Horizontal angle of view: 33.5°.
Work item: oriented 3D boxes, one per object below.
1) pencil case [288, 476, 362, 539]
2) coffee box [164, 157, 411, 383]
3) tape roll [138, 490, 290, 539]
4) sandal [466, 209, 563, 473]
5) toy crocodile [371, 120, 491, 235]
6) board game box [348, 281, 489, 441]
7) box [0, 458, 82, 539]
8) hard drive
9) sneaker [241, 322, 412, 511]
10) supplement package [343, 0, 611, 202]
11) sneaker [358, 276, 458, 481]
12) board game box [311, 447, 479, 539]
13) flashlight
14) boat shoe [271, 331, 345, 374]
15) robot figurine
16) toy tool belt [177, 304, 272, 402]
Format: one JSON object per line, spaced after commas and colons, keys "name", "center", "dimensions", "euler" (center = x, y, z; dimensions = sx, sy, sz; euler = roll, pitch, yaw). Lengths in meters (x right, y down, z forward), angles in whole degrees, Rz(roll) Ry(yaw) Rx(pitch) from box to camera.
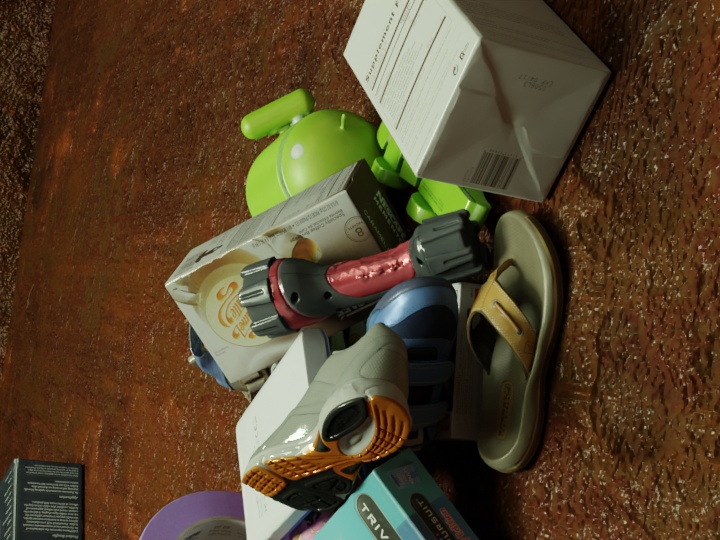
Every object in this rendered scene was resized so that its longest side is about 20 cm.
{"name": "pencil case", "center": [-0.040, 0.207, 1.129], "dimensions": [0.200, 0.082, 0.087], "euler": [-115, 29, -48]}
{"name": "coffee box", "center": [-0.057, 0.002, 1.071], "dimensions": [0.199, 0.115, 0.080], "euler": [-25, 17, 23]}
{"name": "tape roll", "center": [-0.127, 0.310, 1.135], "dimensions": [0.066, 0.199, 0.201], "euler": [-58, 34, 36]}
{"name": "sandal", "center": [0.108, 0.051, 0.909], "dimensions": [0.080, 0.054, 0.202], "euler": [-2, 80, 63]}
{"name": "toy crocodile", "center": [0.063, -0.090, 1.050], "dimensions": [0.200, 0.061, 0.068], "euler": [52, 129, 51]}
{"name": "board game box", "center": [0.045, 0.084, 1.047], "dimensions": [0.200, 0.034, 0.127], "euler": [-14, 69, 62]}
{"name": "box", "center": [-0.558, 0.453, 2.045], "dimensions": [0.200, 0.123, 0.198], "euler": [-47, 40, 48]}
{"name": "hard drive", "center": [-0.066, 0.156, 1.059], "dimensions": [0.200, 0.025, 0.133], "euler": [126, 141, -52]}
{"name": "sneaker", "center": [-0.020, 0.113, 0.909], "dimensions": [0.200, 0.075, 0.092], "euler": [-41, 27, 43]}
{"name": "supplement package", "center": [0.084, -0.164, 0.950], "dimensions": [0.120, 0.120, 0.200], "euler": [-66, 30, 29]}
{"name": "sneaker", "center": [0.037, 0.093, 0.946], "dimensions": [0.082, 0.073, 0.201], "euler": [-113, 32, -47]}
{"name": "board game box", "center": [0.024, 0.257, 0.942], "dimensions": [0.151, 0.047, 0.200], "euler": [51, 135, 17]}
{"name": "flashlight", "center": [0.000, 0.000, 0.973], "dimensions": [0.199, 0.068, 0.068], "euler": [-18, 102, 21]}
{"name": "boat shoe", "center": [-0.050, 0.083, 1.147], "dimensions": [0.200, 0.068, 0.074], "euler": [-95, 13, -55]}
{"name": "robot figurine", "center": [-0.041, -0.088, 1.177], "dimensions": [0.200, 0.115, 0.176], "euler": [-25, 89, 63]}
{"name": "toy tool belt", "center": [-0.139, 0.069, 1.243], "dimensions": [0.200, 0.122, 0.126], "euler": [70, -164, -68]}
